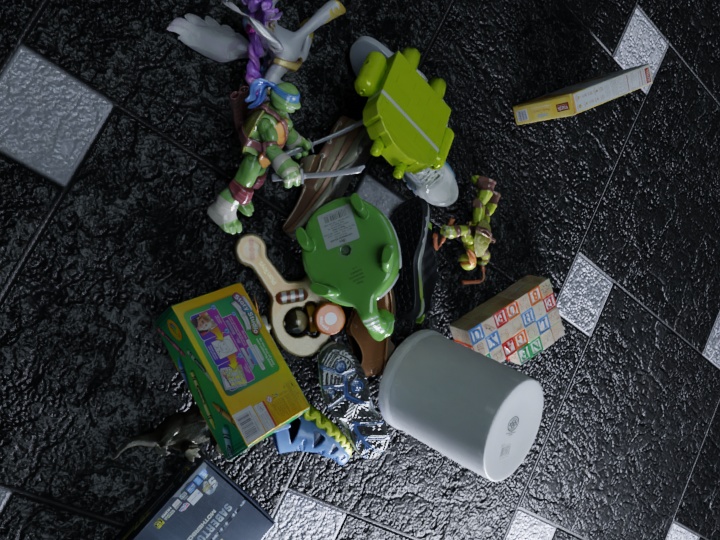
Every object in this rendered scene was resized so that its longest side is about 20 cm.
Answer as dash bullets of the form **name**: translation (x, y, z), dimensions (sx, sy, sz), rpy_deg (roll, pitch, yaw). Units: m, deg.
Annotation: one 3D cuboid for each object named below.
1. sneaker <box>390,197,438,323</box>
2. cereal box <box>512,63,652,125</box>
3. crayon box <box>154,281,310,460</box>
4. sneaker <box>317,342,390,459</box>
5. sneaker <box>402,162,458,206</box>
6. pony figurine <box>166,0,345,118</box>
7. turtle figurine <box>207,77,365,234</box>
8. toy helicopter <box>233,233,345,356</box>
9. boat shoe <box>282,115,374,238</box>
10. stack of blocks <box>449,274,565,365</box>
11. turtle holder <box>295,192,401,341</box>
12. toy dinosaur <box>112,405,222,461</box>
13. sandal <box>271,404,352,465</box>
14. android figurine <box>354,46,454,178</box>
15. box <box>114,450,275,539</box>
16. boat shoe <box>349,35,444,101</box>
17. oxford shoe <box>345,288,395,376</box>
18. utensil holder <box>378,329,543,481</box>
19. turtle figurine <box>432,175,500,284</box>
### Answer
- **sneaker**: translation (0.089, -0.016, 1.021), dimensions (0.082, 0.071, 0.203), rpy_deg (1, 96, -52)
- **cereal box**: translation (0.387, -0.307, 1.097), dimensions (0.198, 0.143, 0.040), rpy_deg (-25, 105, -25)
- **crayon box**: translation (-0.166, 0.125, 0.822), dimensions (0.118, 0.058, 0.202), rpy_deg (-21, 77, -50)
- **sneaker**: translation (-0.022, 0.194, 0.951), dimensions (0.075, 0.077, 0.202), rpy_deg (-26, 115, -16)
- **sneaker**: translation (0.090, -0.164, 0.970), dimensions (0.075, 0.087, 0.200), rpy_deg (-41, 119, 10)
- **pony figurine**: translation (-0.125, -0.313, 0.825), dimensions (0.192, 0.165, 0.202), rpy_deg (34, 74, -42)
- **turtle figurine**: translation (-0.098, -0.129, 0.817), dimensions (0.198, 0.145, 0.194), rpy_deg (18, 126, -39)
- **toy helicopter**: translation (-0.123, 0.039, 0.909), dimensions (0.132, 0.079, 0.201), rpy_deg (-37, 100, -11)
- **boat shoe**: translation (-0.056, -0.138, 0.924), dimensions (0.071, 0.076, 0.201), rpy_deg (36, 86, 8)
- **stack of blocks**: translation (0.263, 0.106, 1.118), dimensions (0.198, 0.058, 0.117), rpy_deg (-28, 108, -23)
- **turtle holder**: translation (0.005, -0.011, 0.886), dimensions (0.185, 0.132, 0.141), rpy_deg (42, 95, 15)
- **toy dinosaur**: translation (-0.229, 0.214, 0.850), dimensions (0.199, 0.102, 0.078), rpy_deg (-32, 102, -12)
- **sandal**: translation (-0.099, 0.234, 0.932), dimensions (0.199, 0.079, 0.088), rpy_deg (39, 80, -17)
- **android figurine**: translation (0.065, -0.218, 0.880), dimensions (0.181, 0.041, 0.202), rpy_deg (38, 54, -28)
- **box**: translation (-0.241, 0.381, 0.878), dimensions (0.200, 0.051, 0.158), rpy_deg (-46, 115, -17)
- **boat shoe**: translation (0.063, -0.289, 0.975), dimensions (0.200, 0.073, 0.066), rpy_deg (44, 47, -26)
- **oxford shoe**: translation (0.011, 0.070, 0.975), dimensions (0.070, 0.071, 0.203), rpy_deg (-4, 98, -23)
- **utensil holder**: translation (0.155, 0.202, 0.964), dimensions (0.169, 0.199, 0.173), rpy_deg (-19, 117, -41)
- **turtle figurine**: translation (0.188, -0.070, 1.034), dimensions (0.199, 0.064, 0.164), rpy_deg (31, 71, -49)
